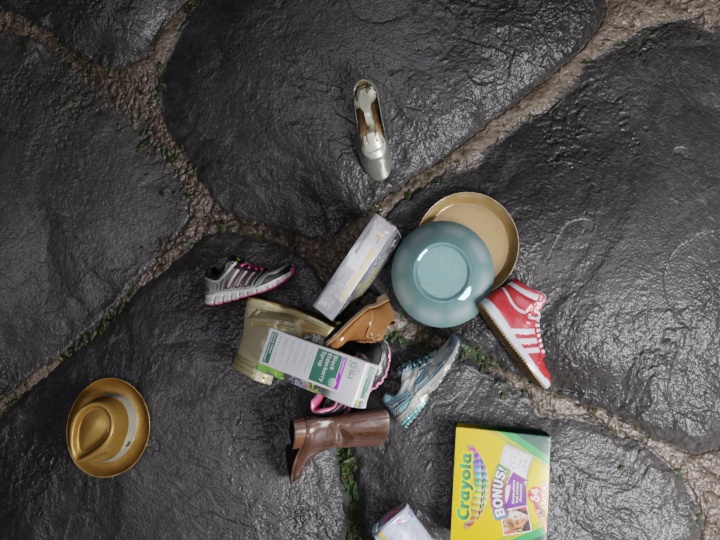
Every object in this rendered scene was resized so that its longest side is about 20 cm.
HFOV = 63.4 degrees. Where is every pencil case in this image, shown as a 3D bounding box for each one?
[{"bbox_3d":[0.104,0.532,1.066,0.090,0.083,0.202,-31,80,-18],"label":"pencil case"}]

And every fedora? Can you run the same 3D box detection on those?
[{"bbox_3d":[-0.524,0.321,1.173,0.196,0.082,0.206,-1,85,9],"label":"fedora"}]

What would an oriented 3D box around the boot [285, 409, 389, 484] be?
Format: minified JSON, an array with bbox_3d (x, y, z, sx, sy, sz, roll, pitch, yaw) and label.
[{"bbox_3d":[-0.040,0.335,1.113,0.196,0.189,0.065,-3,45,-19],"label":"boot"}]

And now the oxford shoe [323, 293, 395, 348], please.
[{"bbox_3d":[0.009,0.105,1.068,0.071,0.199,0.072,-34,85,38],"label":"oxford shoe"}]

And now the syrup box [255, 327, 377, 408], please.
[{"bbox_3d":[-0.075,0.172,1.032,0.196,0.081,0.080,16,82,21],"label":"syrup box"}]

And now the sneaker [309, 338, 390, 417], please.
[{"bbox_3d":[-0.022,0.205,1.100,0.079,0.095,0.201,39,90,33],"label":"sneaker"}]

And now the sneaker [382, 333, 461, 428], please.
[{"bbox_3d":[0.115,0.193,1.099,0.086,0.078,0.201,36,91,13],"label":"sneaker"}]

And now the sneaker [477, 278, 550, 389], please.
[{"bbox_3d":[0.316,0.111,1.080,0.112,0.071,0.201,-36,92,-7],"label":"sneaker"}]

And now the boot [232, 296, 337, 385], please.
[{"bbox_3d":[-0.148,0.148,1.140,0.196,0.073,0.159,14,87,11],"label":"boot"}]

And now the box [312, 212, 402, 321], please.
[{"bbox_3d":[0.000,0.000,1.089,0.048,0.158,0.202,34,90,9],"label":"box"}]

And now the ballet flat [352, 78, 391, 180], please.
[{"bbox_3d":[0.017,-0.281,1.157,0.066,0.064,0.205,-11,84,7],"label":"ballet flat"}]

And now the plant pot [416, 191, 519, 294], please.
[{"bbox_3d":[0.206,-0.049,1.130,0.195,0.027,0.205,-1,85,9],"label":"plant pot"}]

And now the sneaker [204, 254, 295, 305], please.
[{"bbox_3d":[-0.228,0.007,1.162,0.196,0.074,0.089,-16,89,11],"label":"sneaker"}]

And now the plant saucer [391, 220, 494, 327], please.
[{"bbox_3d":[0.154,0.005,1.100,0.196,0.039,0.206,-1,85,9],"label":"plant saucer"}]

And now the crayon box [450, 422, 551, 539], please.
[{"bbox_3d":[0.254,0.394,1.070,0.168,0.058,0.205,3,86,8],"label":"crayon box"}]
